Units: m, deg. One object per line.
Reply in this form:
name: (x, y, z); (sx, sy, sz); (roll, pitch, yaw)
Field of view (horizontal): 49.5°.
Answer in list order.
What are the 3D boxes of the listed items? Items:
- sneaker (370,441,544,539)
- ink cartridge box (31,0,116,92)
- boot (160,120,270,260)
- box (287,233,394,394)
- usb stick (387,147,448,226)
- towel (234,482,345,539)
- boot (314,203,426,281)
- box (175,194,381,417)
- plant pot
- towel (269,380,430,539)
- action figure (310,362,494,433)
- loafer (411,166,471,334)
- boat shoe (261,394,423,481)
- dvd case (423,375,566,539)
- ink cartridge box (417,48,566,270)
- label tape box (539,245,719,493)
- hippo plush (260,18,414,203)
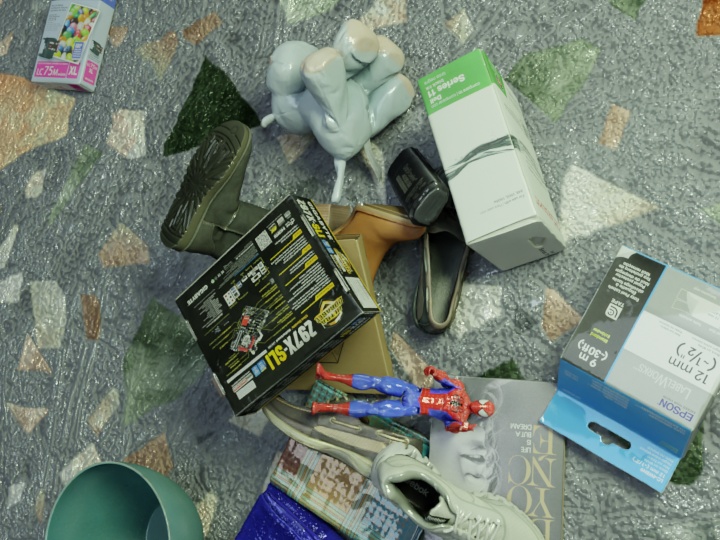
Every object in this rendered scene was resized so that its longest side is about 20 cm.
sneaker: (0.099, 0.251, 0.794); (0.199, 0.081, 0.076); (28, 87, 1)
ink cartridge box: (-0.472, -0.401, 1.298); (0.118, 0.042, 0.202); (10, 82, 28)
boot: (-0.131, -0.073, 0.962); (0.183, 0.199, 0.073); (-55, 49, 13)
box: (-0.051, 0.055, 0.934); (0.162, 0.021, 0.202); (-2, 114, 27)
usb stick: (0.063, -0.099, 0.894); (0.032, 0.200, 0.056); (35, 103, -16)
towel: (-0.075, 0.367, 0.927); (0.199, 0.049, 0.149); (33, 94, 28)
boot: (0.000, 0.000, 0.930); (0.199, 0.076, 0.157); (4, 93, 41)
box: (-0.098, 0.040, 0.868); (0.200, 0.049, 0.160); (-40, 72, 19)
plant pot: (-0.275, 0.342, 0.984); (0.198, 0.134, 0.203); (-6, 77, 26)
towel: (0.000, 0.237, 0.918); (0.199, 0.022, 0.148); (26, 91, 21)
action figure: (0.050, 0.134, 0.822); (0.197, 0.099, 0.066); (7, 74, -4)
loafer: (0.101, -0.026, 0.903); (0.071, 0.063, 0.203); (7, 85, -5)
boat shoe: (-0.017, 0.181, 0.892); (0.198, 0.075, 0.074); (24, 80, 14)
dvd case: (0.147, 0.219, 0.851); (0.147, 0.016, 0.203); (2, 80, 16)
ink cartridge box: (0.147, -0.115, 0.861); (0.082, 0.146, 0.202); (-22, 69, 21)
label tape box: (0.284, 0.097, 0.785); (0.143, 0.066, 0.201); (29, 86, 28)
hippo plush: (-0.036, -0.223, 1.004); (0.160, 0.158, 0.202); (25, 133, 46)
